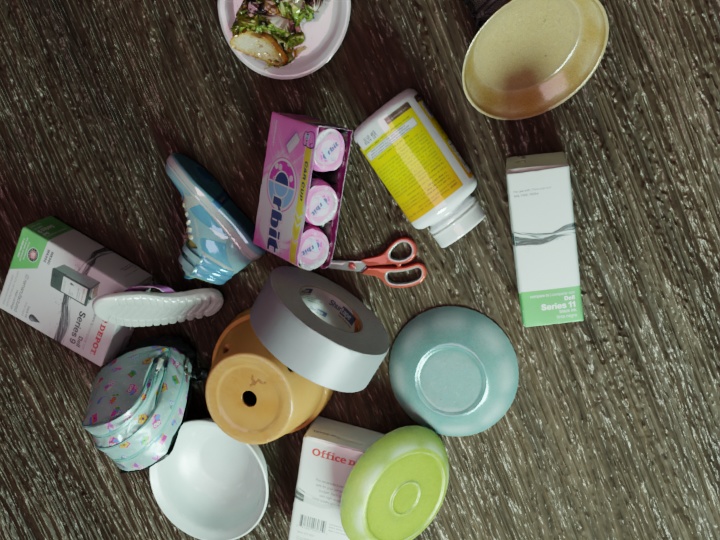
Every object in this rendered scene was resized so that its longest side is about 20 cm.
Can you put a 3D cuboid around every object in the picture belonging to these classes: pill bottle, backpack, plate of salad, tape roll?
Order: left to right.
[{"bbox_3d":[-0.335,0.201,1.296,0.165,0.202,0.127,-28,122,21],"label":"backpack"},{"bbox_3d":[-0.110,-0.370,1.193,0.195,0.048,0.206,3,104,13],"label":"plate of salad"},{"bbox_3d":[-0.056,0.079,1.210,0.198,0.200,0.067,33,108,3],"label":"tape roll"},{"bbox_3d":[0.085,-0.136,1.173,0.108,0.109,0.202,-34,94,18],"label":"pill bottle"}]

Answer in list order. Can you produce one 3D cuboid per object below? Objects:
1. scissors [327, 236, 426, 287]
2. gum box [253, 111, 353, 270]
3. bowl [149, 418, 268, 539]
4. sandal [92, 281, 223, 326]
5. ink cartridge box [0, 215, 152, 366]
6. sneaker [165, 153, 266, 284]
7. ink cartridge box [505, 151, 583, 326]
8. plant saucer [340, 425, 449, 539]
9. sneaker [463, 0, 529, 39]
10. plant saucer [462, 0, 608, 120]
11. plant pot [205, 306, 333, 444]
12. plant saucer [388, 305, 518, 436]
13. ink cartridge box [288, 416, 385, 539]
[{"bbox_3d":[0.000,0.000,1.275,0.195,0.014,0.075,-11,103,14],"label":"scissors"},{"bbox_3d":[-0.084,-0.110,1.209,0.113,0.065,0.205,25,110,46],"label":"gum box"},{"bbox_3d":[-0.227,0.316,1.365,0.196,0.090,0.207,3,104,11],"label":"bowl"},{"bbox_3d":[-0.306,0.045,1.297,0.083,0.198,0.051,-54,45,43],"label":"sandal"},{"bbox_3d":[-0.446,0.032,1.348,0.197,0.084,0.148,28,108,4],"label":"ink cartridge box"},{"bbox_3d":[-0.247,-0.064,1.283,0.130,0.080,0.201,-41,91,17],"label":"sneaker"},{"bbox_3d":[0.243,-0.047,1.140,0.081,0.147,0.205,-6,103,12],"label":"ink cartridge box"},{"bbox_3d":[0.060,0.328,1.264,0.031,0.196,0.205,29,115,50],"label":"plant saucer"},{"bbox_3d":[0.151,-0.353,1.123,0.195,0.076,0.117,22,101,1],"label":"sneaker"},{"bbox_3d":[0.218,-0.283,1.097,0.195,0.036,0.202,-11,142,-9],"label":"plant saucer"},{"bbox_3d":[-0.146,0.166,1.284,0.195,0.140,0.206,3,105,13],"label":"plant pot"},{"bbox_3d":[0.135,0.157,1.270,0.196,0.039,0.207,3,104,11],"label":"plant saucer"},{"bbox_3d":[-0.026,0.347,1.329,0.142,0.084,0.205,13,105,9],"label":"ink cartridge box"}]
